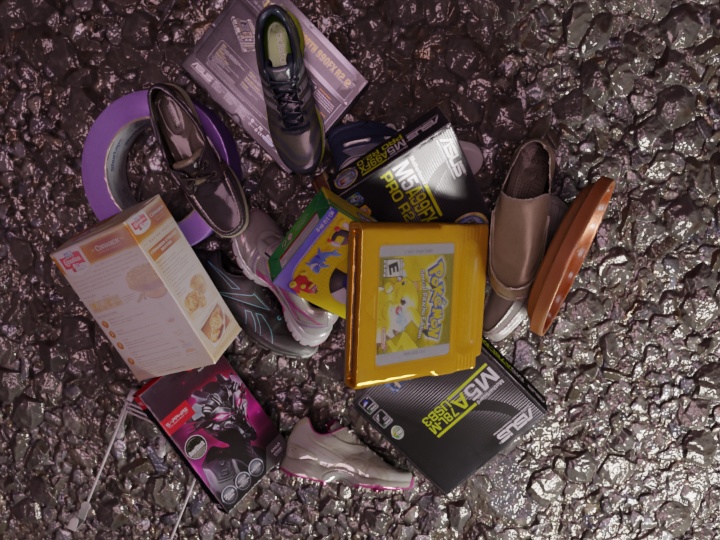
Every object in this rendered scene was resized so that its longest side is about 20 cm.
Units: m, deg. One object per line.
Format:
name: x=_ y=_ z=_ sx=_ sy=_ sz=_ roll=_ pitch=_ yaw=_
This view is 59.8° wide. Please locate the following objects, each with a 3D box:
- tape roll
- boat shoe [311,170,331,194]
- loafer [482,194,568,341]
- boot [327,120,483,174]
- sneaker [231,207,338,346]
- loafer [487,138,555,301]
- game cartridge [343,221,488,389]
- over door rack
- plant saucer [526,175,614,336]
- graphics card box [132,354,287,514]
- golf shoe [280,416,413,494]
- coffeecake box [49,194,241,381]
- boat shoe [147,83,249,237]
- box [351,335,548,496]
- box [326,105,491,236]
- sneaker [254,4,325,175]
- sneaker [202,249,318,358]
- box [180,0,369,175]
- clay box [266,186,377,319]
tape roll: x=-0.260 y=-0.129 z=0.828 sx=0.193 sy=0.066 sz=0.207 roll=0 pitch=101 yaw=2
boat shoe: x=-0.026 y=-0.028 z=0.830 sx=0.066 sy=0.072 sz=0.205 roll=-20 pitch=101 yaw=5
loafer: x=0.204 y=-0.007 z=0.819 sx=0.069 sy=0.070 sz=0.204 roll=24 pitch=93 yaw=-33
boot: x=0.057 y=-0.157 z=0.804 sx=0.194 sy=0.092 sz=0.074 roll=-7 pitch=144 yaw=-19
sneaker: x=-0.087 y=-0.003 z=0.813 sx=0.201 sy=0.081 sz=0.088 roll=51 pitch=140 yaw=-4
loafer: x=0.192 y=-0.068 z=0.758 sx=0.073 sy=0.068 sz=0.207 roll=6 pitch=81 yaw=20
game cartridge: x=0.070 y=0.035 z=0.725 sx=0.195 sy=0.032 sz=0.183 roll=-3 pitch=98 yaw=-34
over door rack: x=-0.301 y=0.289 z=0.891 sx=0.144 sy=0.067 sz=0.205 roll=23 pitch=80 yaw=-2
plant saucer: x=0.251 y=-0.019 z=0.761 sx=0.032 sy=0.199 sz=0.205 roll=26 pitch=100 yaw=20
graphics card box: x=-0.201 y=0.210 z=0.859 sx=0.125 sy=0.051 sz=0.203 roll=-39 pitch=99 yaw=-31
golf shoe: x=-0.012 y=0.261 z=0.880 sx=0.194 sy=0.075 sz=0.094 roll=15 pitch=68 yaw=-16
coffeecake box: x=-0.268 y=0.029 z=0.791 sx=0.150 sy=0.073 sz=0.204 roll=-14 pitch=115 yaw=31
boat shoe: x=-0.202 y=-0.131 z=0.759 sx=0.070 sy=0.065 sz=0.204 roll=-24 pitch=98 yaw=6
box: x=0.118 y=0.179 z=0.855 sx=0.193 sy=0.048 sz=0.200 roll=44 pitch=111 yaw=-2
box: x=0.071 y=-0.076 z=0.778 sx=0.157 sy=0.045 sz=0.201 roll=-30 pitch=133 yaw=6
sneaker: x=-0.091 y=-0.215 z=0.747 sx=0.072 sy=0.081 sz=0.206 roll=-14 pitch=99 yaw=5
sneaker: x=-0.138 y=0.048 z=0.848 sx=0.196 sy=0.075 sz=0.081 roll=30 pitch=98 yaw=-3
box: x=-0.109 y=-0.252 z=0.808 sx=0.200 sy=0.048 sz=0.159 roll=43 pitch=98 yaw=-5
clay box: x=0.000 y=0.000 z=0.747 sx=0.197 sy=0.048 sz=0.115 roll=28 pitch=112 yaw=-34
